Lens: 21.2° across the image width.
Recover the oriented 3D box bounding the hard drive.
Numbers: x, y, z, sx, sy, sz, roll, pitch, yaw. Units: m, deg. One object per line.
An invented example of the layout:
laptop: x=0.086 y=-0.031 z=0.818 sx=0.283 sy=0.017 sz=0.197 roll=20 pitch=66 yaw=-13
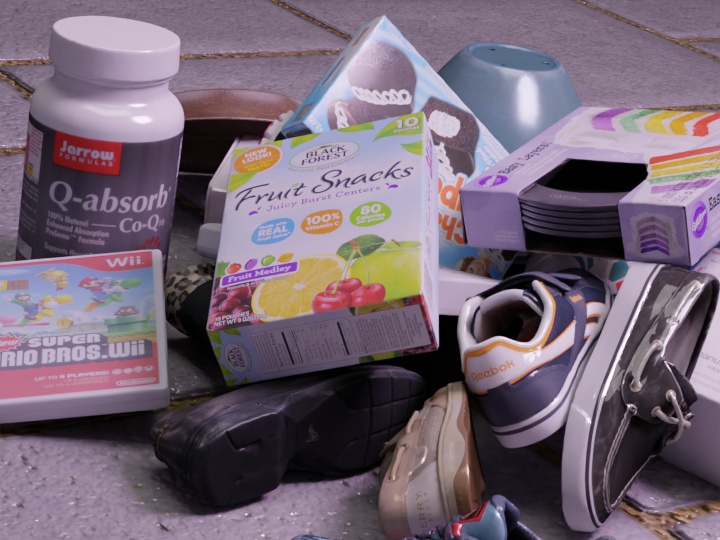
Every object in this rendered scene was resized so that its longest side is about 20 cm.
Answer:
hard drive: x=0.000 y=0.000 z=1.370 sx=0.199 sy=0.026 sz=0.132 roll=13 pitch=5 yaw=36

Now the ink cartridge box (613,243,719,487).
ink cartridge box: x=0.266 y=0.044 z=1.364 sx=0.145 sy=0.088 sz=0.200 roll=25 pitch=50 yaw=35

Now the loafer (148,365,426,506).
loafer: x=-0.043 y=0.093 z=1.237 sx=0.199 sy=0.073 sz=0.072 roll=-8 pitch=22 yaw=-41

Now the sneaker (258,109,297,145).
sneaker: x=-0.007 y=-0.083 z=1.463 sx=0.087 sy=0.074 sz=0.200 roll=15 pitch=21 yaw=27

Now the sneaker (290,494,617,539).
sneaker: x=0.055 y=0.161 z=1.063 sx=0.199 sy=0.096 sz=0.079 roll=11 pitch=20 yaw=3

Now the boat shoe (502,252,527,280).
boat shoe: x=0.137 y=-0.013 z=1.585 sx=0.071 sy=0.070 sz=0.200 roll=7 pitch=-7 yaw=25

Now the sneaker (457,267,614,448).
sneaker: x=0.118 y=0.033 z=1.285 sx=0.078 sy=0.080 sz=0.200 roll=-23 pitch=18 yaw=24

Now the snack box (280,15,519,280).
snack box: x=0.045 y=-0.077 z=1.433 sx=0.037 sy=0.200 sz=0.116 roll=-13 pitch=36 yaw=56

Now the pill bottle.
pill bottle: x=-0.193 y=-0.080 z=1.433 sx=0.115 sy=0.201 sz=0.116 roll=8 pitch=21 yaw=-3

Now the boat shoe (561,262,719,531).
boat shoe: x=0.182 y=0.079 z=1.242 sx=0.063 sy=0.071 sz=0.201 roll=6 pitch=58 yaw=28

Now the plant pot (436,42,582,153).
plant pot: x=0.132 y=-0.136 z=1.808 sx=0.199 sy=0.135 sz=0.200 roll=8 pitch=20 yaw=-3

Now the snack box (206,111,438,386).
snack box: x=-0.021 y=-0.018 z=1.273 sx=0.142 sy=0.053 sz=0.200 roll=-9 pitch=37 yaw=10

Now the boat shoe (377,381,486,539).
boat shoe: x=0.041 y=0.120 z=1.203 sx=0.065 sy=0.072 sz=0.200 roll=-11 pitch=12 yaw=6

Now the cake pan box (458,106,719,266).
cake pan box: x=0.194 y=-0.063 z=1.393 sx=0.184 sy=0.053 sz=0.200 roll=5 pitch=25 yaw=37

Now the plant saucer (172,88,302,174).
plant saucer: x=-0.116 y=-0.122 z=1.663 sx=0.199 sy=0.037 sz=0.200 roll=-1 pitch=-11 yaw=0

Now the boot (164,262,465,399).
boot: x=-0.031 y=0.038 z=1.380 sx=0.203 sy=0.074 sz=0.154 roll=-3 pitch=21 yaw=-33

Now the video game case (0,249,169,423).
video game case: x=-0.203 y=0.042 z=1.309 sx=0.142 sy=0.018 sz=0.200 roll=-5 pitch=27 yaw=-5

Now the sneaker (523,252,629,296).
sneaker: x=0.146 y=-0.007 z=1.486 sx=0.070 sy=0.094 sz=0.200 roll=-26 pitch=-5 yaw=30

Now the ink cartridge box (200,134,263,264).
ink cartridge box: x=-0.018 y=-0.035 z=1.553 sx=0.199 sy=0.085 sz=0.146 roll=10 pitch=22 yaw=4
